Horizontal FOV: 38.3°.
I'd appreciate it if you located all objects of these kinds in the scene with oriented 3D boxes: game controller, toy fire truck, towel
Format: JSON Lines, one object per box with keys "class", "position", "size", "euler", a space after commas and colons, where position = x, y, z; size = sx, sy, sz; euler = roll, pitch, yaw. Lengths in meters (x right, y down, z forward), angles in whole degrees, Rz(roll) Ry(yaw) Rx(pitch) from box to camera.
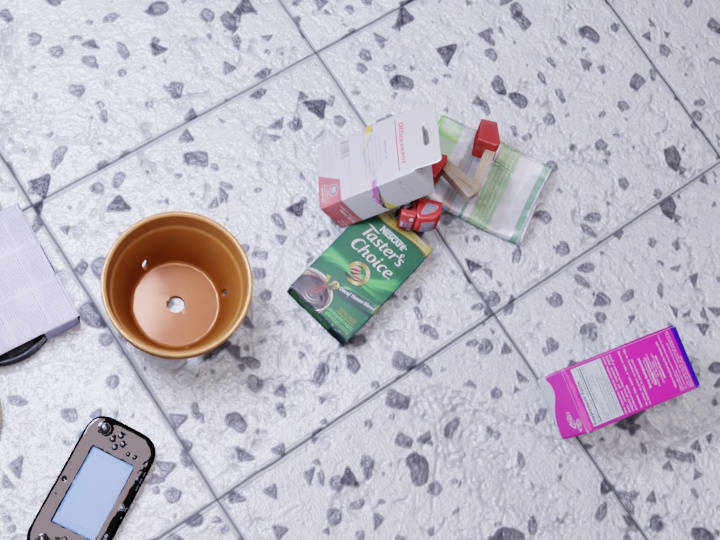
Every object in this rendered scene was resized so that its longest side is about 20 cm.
{"class": "game controller", "position": [-0.360, 0.300, 1.395], "size": [0.104, 0.042, 0.200], "euler": [27, 72, -3]}
{"class": "toy fire truck", "position": [0.133, -0.143, 1.571], "size": [0.141, 0.049, 0.200], "euler": [11, 64, -3]}
{"class": "towel", "position": [0.190, -0.145, 1.632], "size": [0.200, 0.031, 0.149], "euler": [26, 71, -3]}

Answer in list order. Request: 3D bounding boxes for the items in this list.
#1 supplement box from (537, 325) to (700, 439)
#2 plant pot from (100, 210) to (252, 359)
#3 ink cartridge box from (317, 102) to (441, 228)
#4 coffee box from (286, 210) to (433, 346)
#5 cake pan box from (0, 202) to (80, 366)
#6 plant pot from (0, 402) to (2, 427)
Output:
{"class": "supplement box", "position": [0.384, 0.168, 1.550], "size": [0.200, 0.101, 0.104], "euler": [-18, 80, -15]}
{"class": "plant pot", "position": [-0.256, 0.034, 1.436], "size": [0.200, 0.140, 0.201], "euler": [3, 74, -11]}
{"class": "ink cartridge box", "position": [0.038, -0.154, 1.513], "size": [0.200, 0.067, 0.117], "euler": [-19, 55, 25]}
{"class": "coffee box", "position": [0.000, 0.000, 1.547], "size": [0.123, 0.044, 0.200], "euler": [44, 71, 3]}
{"class": "cake pan box", "position": [-0.511, 0.032, 1.432], "size": [0.184, 0.052, 0.200], "euler": [-30, 83, -15]}
{"class": "plant pot", "position": [-0.558, 0.201, 1.334], "size": [0.200, 0.027, 0.201], "euler": [-9, 101, -49]}
